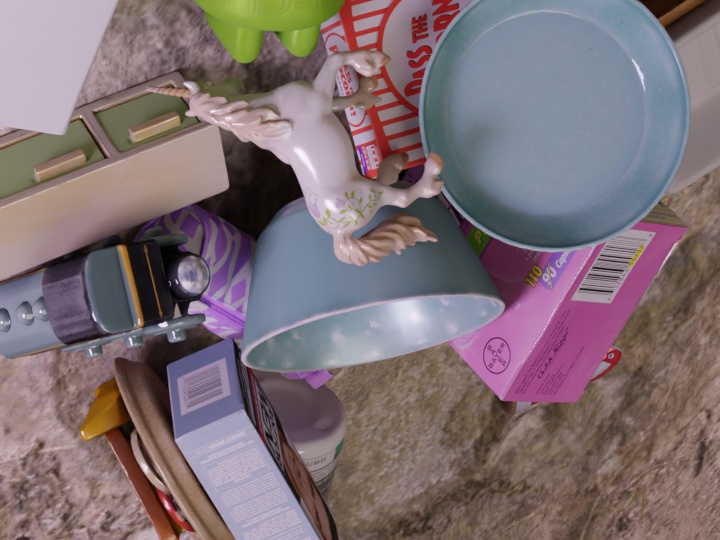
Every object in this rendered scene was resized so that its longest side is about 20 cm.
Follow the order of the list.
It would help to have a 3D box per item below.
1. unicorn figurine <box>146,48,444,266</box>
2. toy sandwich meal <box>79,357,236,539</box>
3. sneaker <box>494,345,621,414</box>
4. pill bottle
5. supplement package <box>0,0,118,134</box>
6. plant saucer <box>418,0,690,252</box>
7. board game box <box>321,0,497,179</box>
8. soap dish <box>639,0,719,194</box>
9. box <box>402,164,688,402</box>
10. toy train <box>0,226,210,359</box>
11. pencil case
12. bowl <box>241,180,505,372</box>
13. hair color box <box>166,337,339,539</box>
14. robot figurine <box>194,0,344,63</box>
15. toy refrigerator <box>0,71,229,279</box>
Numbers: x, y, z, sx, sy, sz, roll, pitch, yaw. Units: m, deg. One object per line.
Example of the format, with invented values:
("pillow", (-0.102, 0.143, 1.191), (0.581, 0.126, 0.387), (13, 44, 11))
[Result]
("unicorn figurine", (-0.031, -0.092, 1.351), (0.137, 0.200, 0.074), (-29, 168, -28))
("toy sandwich meal", (-0.162, 0.157, 1.536), (0.070, 0.205, 0.205), (-29, 137, 0))
("sneaker", (0.177, 0.040, 1.740), (0.112, 0.071, 0.200), (-17, 141, -15))
("pill bottle", (-0.084, 0.191, 1.665), (0.113, 0.113, 0.200), (-7, 128, -29))
("supplement package", (-0.222, -0.203, 1.232), (0.117, 0.117, 0.200), (7, 121, -38))
("plant saucer", (0.137, -0.114, 1.413), (0.200, 0.036, 0.200), (0, 93, -8))
("board game box", (0.077, -0.166, 1.454), (0.200, 0.046, 0.152), (-19, 93, -20))
("soap dish", (0.279, -0.171, 1.553), (0.200, 0.081, 0.157), (-33, 133, -10))
("box", (0.126, -0.025, 1.549), (0.097, 0.200, 0.176), (5, 123, -44))
("toy train", (-0.197, 0.021, 1.406), (0.114, 0.200, 0.085), (-11, 89, -43))
("pencil case", (-0.093, 0.019, 1.531), (0.084, 0.086, 0.200), (-39, 139, 17))
("bowl", (0.000, 0.000, 1.461), (0.200, 0.105, 0.201), (-11, 165, -3))
("hair color box", (-0.079, 0.162, 1.515), (0.061, 0.099, 0.200), (-23, 123, 5))
("robot figurine", (-0.058, -0.241, 1.309), (0.175, 0.116, 0.200), (-8, 130, -21))
("toy refrigerator", (-0.202, -0.068, 1.392), (0.200, 0.076, 0.070), (-22, 135, -16))
